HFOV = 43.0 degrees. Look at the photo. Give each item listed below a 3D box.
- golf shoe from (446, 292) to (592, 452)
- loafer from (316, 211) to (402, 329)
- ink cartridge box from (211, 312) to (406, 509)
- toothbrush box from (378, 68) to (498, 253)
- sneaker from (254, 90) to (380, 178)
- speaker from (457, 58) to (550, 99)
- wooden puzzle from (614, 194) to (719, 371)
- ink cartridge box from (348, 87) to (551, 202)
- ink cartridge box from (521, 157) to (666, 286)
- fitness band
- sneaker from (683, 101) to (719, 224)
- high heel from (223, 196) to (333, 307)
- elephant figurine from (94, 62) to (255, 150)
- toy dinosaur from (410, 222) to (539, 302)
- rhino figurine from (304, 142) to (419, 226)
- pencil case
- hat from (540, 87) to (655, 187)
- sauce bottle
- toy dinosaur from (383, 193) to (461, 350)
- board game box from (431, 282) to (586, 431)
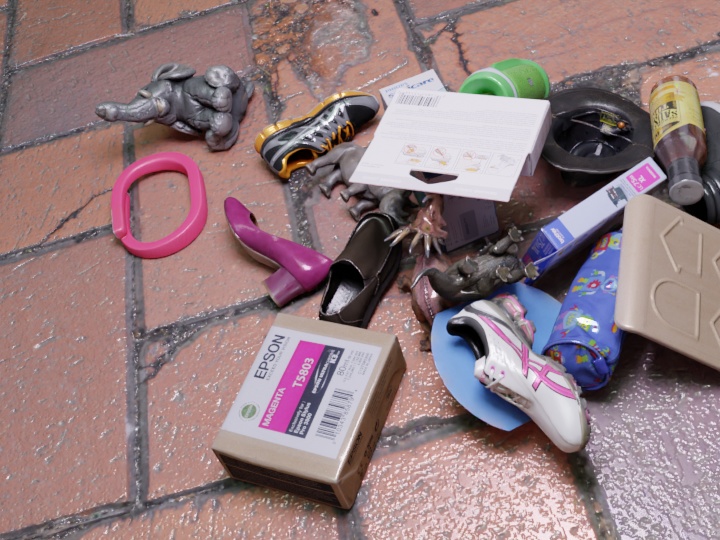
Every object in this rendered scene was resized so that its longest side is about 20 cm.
[{"bbox_3d":[0.167,0.117,0.981,0.092,0.073,0.200,-17,54,-21],"label":"golf shoe"},{"bbox_3d":[0.000,0.000,1.178,0.073,0.071,0.200,8,61,22],"label":"loafer"},{"bbox_3d":[-0.057,0.159,1.073,0.164,0.075,0.200,9,55,22],"label":"ink cartridge box"},{"bbox_3d":[0.105,-0.149,1.231,0.085,0.147,0.200,-20,49,-1],"label":"toothbrush box"},{"bbox_3d":[-0.057,-0.203,1.381,0.200,0.078,0.077,-27,62,-2],"label":"sneaker"},{"bbox_3d":[0.201,-0.244,1.264,0.088,0.089,0.200,10,21,24],"label":"speaker"},{"bbox_3d":[0.379,0.026,1.032,0.200,0.046,0.186,21,57,-8],"label":"wooden puzzle"},{"bbox_3d":[0.110,-0.142,1.096,0.200,0.045,0.176,10,54,23],"label":"ink cartridge box"},{"bbox_3d":[0.271,-0.053,1.118,0.200,0.119,0.042,-35,76,-11],"label":"ink cartridge box"},{"bbox_3d":[-0.306,-0.102,1.393,0.143,0.037,0.200,-16,50,0],"label":"fitness band"},{"bbox_3d":[0.443,-0.139,1.168,0.099,0.071,0.200,-14,53,-1],"label":"sneaker"},{"bbox_3d":[-0.115,-0.045,1.263,0.096,0.067,0.200,-34,64,1],"label":"high heel"},{"bbox_3d":[-0.291,-0.273,1.455,0.200,0.155,0.142,6,75,10],"label":"elephant figurine"},{"bbox_3d":[0.135,0.006,1.045,0.200,0.102,0.077,-30,82,-33],"label":"toy dinosaur"},{"bbox_3d":[0.013,-0.117,1.291,0.087,0.060,0.200,-40,53,-13],"label":"rhino figurine"},{"bbox_3d":[0.279,0.043,1.050,0.087,0.078,0.200,-6,39,44],"label":"pencil case"},{"bbox_3d":[0.304,-0.163,1.225,0.200,0.081,0.201,2,43,-2],"label":"hat"},{"bbox_3d":[0.397,-0.163,1.136,0.066,0.066,0.200,-3,44,14],"label":"sauce bottle"},{"bbox_3d":[0.085,0.012,1.106,0.086,0.136,0.200,-15,54,3],"label":"toy dinosaur"},{"bbox_3d":[0.172,0.102,1.060,0.200,0.039,0.158,-21,64,-27],"label":"board game box"}]
